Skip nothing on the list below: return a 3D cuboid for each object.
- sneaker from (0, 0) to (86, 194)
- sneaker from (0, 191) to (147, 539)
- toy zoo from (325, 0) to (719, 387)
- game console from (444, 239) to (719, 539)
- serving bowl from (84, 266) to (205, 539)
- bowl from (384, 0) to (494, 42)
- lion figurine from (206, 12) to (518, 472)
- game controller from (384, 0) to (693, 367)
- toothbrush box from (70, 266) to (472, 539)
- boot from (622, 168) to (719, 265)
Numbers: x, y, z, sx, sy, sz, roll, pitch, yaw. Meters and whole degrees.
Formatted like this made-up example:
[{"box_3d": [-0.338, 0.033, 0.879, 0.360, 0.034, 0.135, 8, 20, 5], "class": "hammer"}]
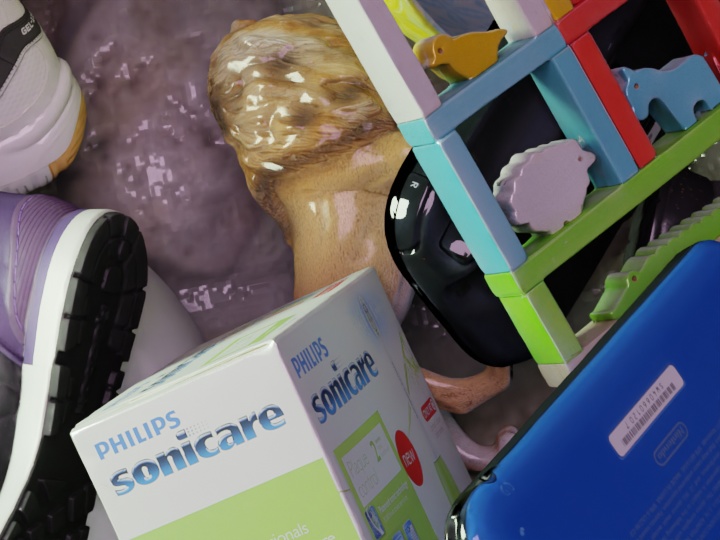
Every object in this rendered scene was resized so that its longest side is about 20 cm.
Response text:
[{"box_3d": [-0.209, -0.054, 1.059, 0.199, 0.088, 0.076, -24, 37, 1], "class": "sneaker"}, {"box_3d": [-0.145, 0.069, 1.000, 0.087, 0.076, 0.201, 12, 79, 21], "class": "sneaker"}, {"box_3d": [0.066, -0.078, 0.956, 0.131, 0.020, 0.201, -36, 103, -26], "class": "toy zoo"}, {"box_3d": [0.090, 0.117, 0.929, 0.118, 0.200, 0.171, -30, 98, 41], "class": "game console"}, {"box_3d": [-0.152, 0.070, 1.059, 0.199, 0.066, 0.202, -1, 82, 5], "class": "serving bowl"}, {"box_3d": [0.040, -0.174, 1.049, 0.107, 0.200, 0.201, 11, 80, 48], "class": "bowl"}, {"box_3d": [0.000, 0.000, 1.056, 0.122, 0.072, 0.201, 0, 84, 8], "class": "lion figurine"}, {"box_3d": [0.080, -0.063, 1.011, 0.042, 0.104, 0.201, 19, 66, 35], "class": "game controller"}, {"box_3d": [-0.005, 0.116, 0.973, 0.086, 0.146, 0.201, -25, 92, 17], "class": "toothbrush box"}, {"box_3d": [0.152, 0.067, 1.039, 0.131, 0.070, 0.201, 15, 92, -4], "class": "boot"}]
